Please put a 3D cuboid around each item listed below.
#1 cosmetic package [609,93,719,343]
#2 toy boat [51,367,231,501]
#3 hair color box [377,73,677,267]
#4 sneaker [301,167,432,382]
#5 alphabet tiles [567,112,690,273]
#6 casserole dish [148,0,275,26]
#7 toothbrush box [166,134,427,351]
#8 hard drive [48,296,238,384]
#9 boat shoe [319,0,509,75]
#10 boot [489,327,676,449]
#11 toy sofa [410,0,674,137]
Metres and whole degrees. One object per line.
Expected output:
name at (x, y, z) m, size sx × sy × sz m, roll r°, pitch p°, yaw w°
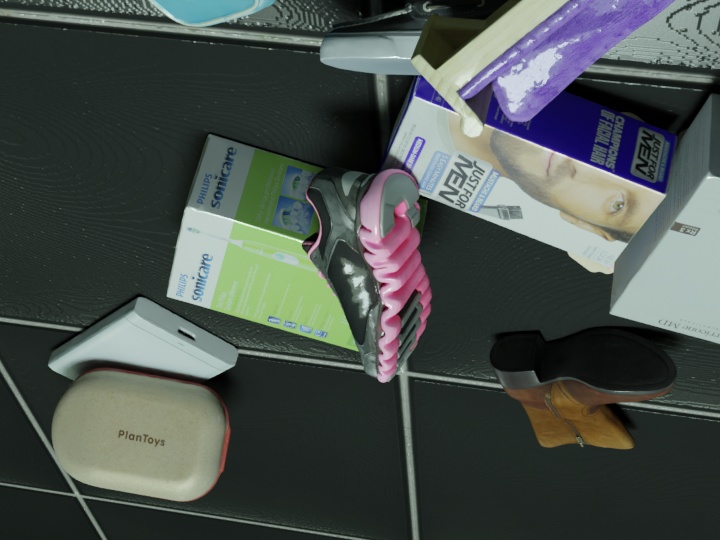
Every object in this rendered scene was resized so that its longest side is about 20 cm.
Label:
cosmetic package at (0.274, -0.032, 0.981) m, size 0.112 × 0.081 × 0.200 m, roll 14°, pitch 146°, yaw -2°
toy boat at (-0.242, 0.181, 1.459) m, size 0.199 × 0.131 × 0.131 m, roll 11°, pitch 177°, yaw 2°
hair color box at (0.124, -0.085, 0.982) m, size 0.199 × 0.065 × 0.109 m, roll 19°, pitch 147°, yaw -3°
sneaker at (0.000, 0.000, 1.039) m, size 0.095 × 0.079 × 0.201 m, roll 13°, pitch 129°, yaw 25°
alphabet tiles at (0.235, -0.055, 1.050) m, size 0.195 × 0.015 × 0.200 m, roll 33°, pitch 142°, yaw -25°
casserole dish at (-0.132, -0.231, 0.875) m, size 0.121 × 0.039 × 0.200 m, roll -6°, pitch 145°, yaw 38°
toothbrush box at (-0.058, -0.019, 1.141) m, size 0.199 × 0.086 × 0.146 m, roll 15°, pitch 146°, yaw -6°
hard drive at (-0.244, 0.098, 1.442) m, size 0.132 × 0.027 × 0.200 m, roll 31°, pitch 144°, yaw -27°
boat shoe at (0.069, -0.173, 0.882) m, size 0.199 × 0.067 × 0.070 m, roll -2°, pitch 177°, yaw 19°
boot at (0.241, 0.139, 1.299) m, size 0.187 × 0.069 × 0.200 m, roll -5°, pitch 144°, yaw 25°
toy sofa at (0.134, -0.163, 0.781) m, size 0.200 × 0.083 × 0.098 m, roll -37°, pitch 107°, yaw 26°
